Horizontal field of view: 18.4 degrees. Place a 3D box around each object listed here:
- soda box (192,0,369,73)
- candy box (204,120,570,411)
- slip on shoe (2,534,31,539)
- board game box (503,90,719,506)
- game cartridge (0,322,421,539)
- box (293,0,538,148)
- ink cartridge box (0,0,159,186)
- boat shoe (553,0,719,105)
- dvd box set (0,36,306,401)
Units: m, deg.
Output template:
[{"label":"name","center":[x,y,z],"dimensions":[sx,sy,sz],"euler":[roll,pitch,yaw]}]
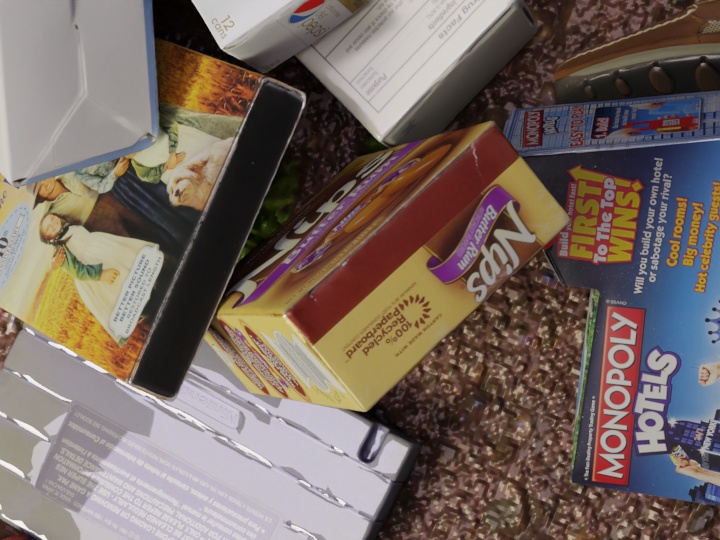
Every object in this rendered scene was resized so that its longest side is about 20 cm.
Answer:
[{"label":"soda box","center":[-0.076,-0.189,0.982],"dimensions":[0.063,0.068,0.201],"euler":[-32,79,9]},{"label":"candy box","center":[0.000,0.000,0.951],"dimensions":[0.117,0.200,0.057],"euler":[-42,98,-13]},{"label":"slip on shoe","center":[-0.161,0.158,1.057],"dimensions":[0.199,0.074,0.062],"euler":[13,86,17]},{"label":"board game box","center":[0.154,0.001,0.975],"dimensions":[0.199,0.062,0.201],"euler":[9,115,7]},{"label":"game cartridge","center":[-0.086,0.093,1.063],"dimensions":[0.199,0.038,0.130],"euler":[28,96,12]},{"label":"box","center":[-0.019,-0.155,1.042],"dimensions":[0.095,0.078,0.200],"euler":[-44,79,6]},{"label":"ink cartridge box","center":[-0.167,-0.146,0.999],"dimensions":[0.200,0.076,0.137],"euler":[40,138,47]},{"label":"boat shoe","center":[0.188,-0.096,1.002],"dimensions":[0.199,0.076,0.074],"euler":[-7,44,15]},{"label":"dvd box set","center":[-0.117,-0.039,1.021],"dimensions":[0.200,0.029,0.147],"euler":[25,91,50]}]
